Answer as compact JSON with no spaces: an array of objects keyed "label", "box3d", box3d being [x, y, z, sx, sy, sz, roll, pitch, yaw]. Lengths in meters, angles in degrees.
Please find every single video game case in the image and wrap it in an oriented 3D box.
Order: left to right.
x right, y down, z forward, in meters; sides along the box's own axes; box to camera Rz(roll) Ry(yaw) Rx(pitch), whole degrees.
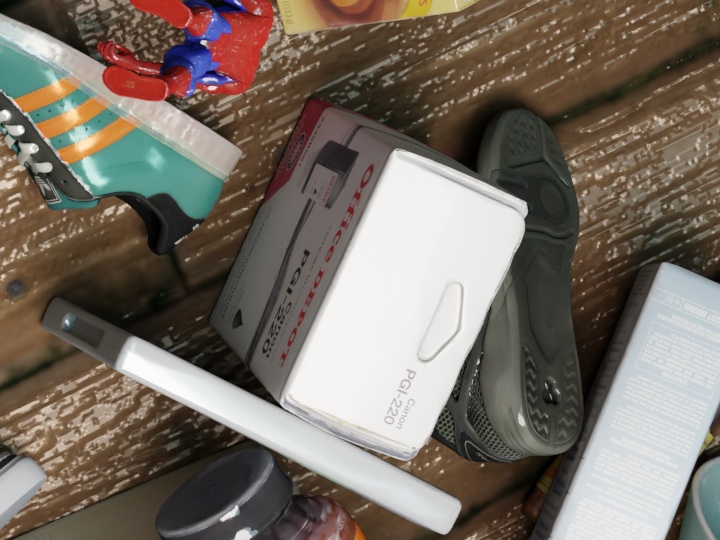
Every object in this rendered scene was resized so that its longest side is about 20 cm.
[{"label":"video game case","box3d":[-0.062,0.075,1.494,0.199,0.182,0.023,28,87,-19]}]

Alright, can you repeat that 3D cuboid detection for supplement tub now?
[{"label":"supplement tub","box3d":[-0.026,0.190,1.458,0.107,0.107,0.200,-34,108,-6]}]

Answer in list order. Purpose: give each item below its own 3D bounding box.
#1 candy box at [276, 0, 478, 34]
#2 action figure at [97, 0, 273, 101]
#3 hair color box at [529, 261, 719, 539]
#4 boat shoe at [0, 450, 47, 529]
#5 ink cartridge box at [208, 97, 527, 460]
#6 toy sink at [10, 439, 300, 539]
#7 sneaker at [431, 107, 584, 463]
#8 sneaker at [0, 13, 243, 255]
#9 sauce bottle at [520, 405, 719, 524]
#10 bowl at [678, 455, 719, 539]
[{"label":"candy box","box3d":[-0.006,-0.231,1.479,0.056,0.116,0.201,-36,116,-50]},{"label":"action figure","box3d":[-0.105,-0.128,1.454,0.099,0.200,0.066,23,99,12]},{"label":"hair color box","box3d":[0.148,0.099,1.543,0.060,0.099,0.201,23,89,0]},{"label":"boat shoe","box3d":[-0.264,0.151,1.521,0.200,0.070,0.066,-38,86,-1]},{"label":"ink cartridge box","box3d":[0.000,0.000,1.486,0.085,0.200,0.146,23,94,-18]},{"label":"toy sink","box3d":[-0.115,0.199,1.543,0.199,0.112,0.131,-21,106,-10]},{"label":"sneaker","box3d":[0.065,0.012,1.575,0.076,0.114,0.201,12,70,-42]},{"label":"sneaker","box3d":[-0.161,-0.076,1.494,0.199,0.071,0.080,29,88,-20]},{"label":"sauce bottle","box3d":[0.175,0.079,1.625,0.066,0.066,0.200,38,88,-19]},{"label":"bowl","box3d":[0.253,0.207,1.622,0.200,0.201,0.105,21,115,-19]}]
